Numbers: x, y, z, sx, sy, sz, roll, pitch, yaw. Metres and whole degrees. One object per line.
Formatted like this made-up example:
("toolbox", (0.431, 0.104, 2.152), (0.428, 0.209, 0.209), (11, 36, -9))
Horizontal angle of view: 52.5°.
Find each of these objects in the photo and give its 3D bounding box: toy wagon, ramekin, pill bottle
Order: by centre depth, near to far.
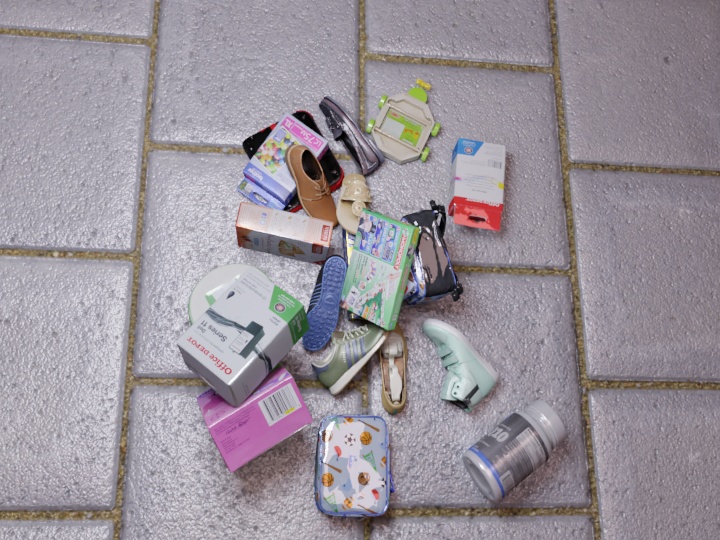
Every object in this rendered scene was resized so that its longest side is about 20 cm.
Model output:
("ramekin", (-0.247, 0.085, 1.448), (0.193, 0.099, 0.205), (-1, 55, 2))
("pill bottle", (0.312, 0.358, 1.472), (0.198, 0.114, 0.115), (-34, 81, -15))
("toy wagon", (0.108, -0.345, 1.680), (0.152, 0.040, 0.204), (26, 72, 0))

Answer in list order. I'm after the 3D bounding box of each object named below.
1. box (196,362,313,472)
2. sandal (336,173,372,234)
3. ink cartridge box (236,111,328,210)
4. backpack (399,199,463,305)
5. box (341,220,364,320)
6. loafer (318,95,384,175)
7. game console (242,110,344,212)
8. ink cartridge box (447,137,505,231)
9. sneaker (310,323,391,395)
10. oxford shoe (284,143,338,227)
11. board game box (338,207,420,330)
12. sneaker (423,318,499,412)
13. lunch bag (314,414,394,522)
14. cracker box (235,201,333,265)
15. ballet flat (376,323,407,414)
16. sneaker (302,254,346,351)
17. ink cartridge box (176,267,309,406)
("box", (-0.203, 0.260, 1.376), (0.173, 0.199, 0.099), (-29, 103, -13))
("sandal", (-0.012, -0.164, 1.538), (0.075, 0.071, 0.214), (2, 37, -4))
("ink cartridge box", (-0.171, -0.230, 1.588), (0.118, 0.042, 0.202), (34, 80, 6))
("backpack", (0.114, -0.014, 1.511), (0.149, 0.191, 0.206), (-10, 79, -5))
("box", (0.000, 0.000, 1.540), (0.062, 0.070, 0.207), (-2, 82, -10))
("loafer", (-0.031, -0.301, 1.635), (0.063, 0.072, 0.201), (-41, 86, -12))
("game console", (-0.146, -0.243, 1.626), (0.174, 0.031, 0.203), (-29, 79, -8))
("ink cartridge box", (0.260, -0.183, 1.639), (0.112, 0.067, 0.206), (8, 73, -4))
("sneaker", (-0.020, 0.151, 1.484), (0.090, 0.067, 0.201), (41, 92, -4))
("oxford shoe", (-0.094, -0.171, 1.549), (0.071, 0.071, 0.203), (-39, 118, -22))
("board game box", (0.035, -0.004, 1.433), (0.133, 0.029, 0.206), (23, 104, 36))
("sneaker", (0.185, 0.199, 1.517), (0.200, 0.074, 0.118), (43, 67, 3))
("lunch bag", (-0.011, 0.388, 1.442), (0.155, 0.076, 0.206), (3, 73, -9))
("cracker box", (-0.158, -0.074, 1.519), (0.194, 0.134, 0.059), (12, 73, -3))
("ballet flat", (0.070, 0.191, 1.512), (0.066, 0.063, 0.206), (-4, 75, -6))
("sneaker", (-0.072, 0.066, 1.531), (0.068, 0.078, 0.205), (19, 94, -4))
("ink cartridge box", (-0.210, 0.117, 1.311), (0.145, 0.084, 0.201), (30, 62, 24))
